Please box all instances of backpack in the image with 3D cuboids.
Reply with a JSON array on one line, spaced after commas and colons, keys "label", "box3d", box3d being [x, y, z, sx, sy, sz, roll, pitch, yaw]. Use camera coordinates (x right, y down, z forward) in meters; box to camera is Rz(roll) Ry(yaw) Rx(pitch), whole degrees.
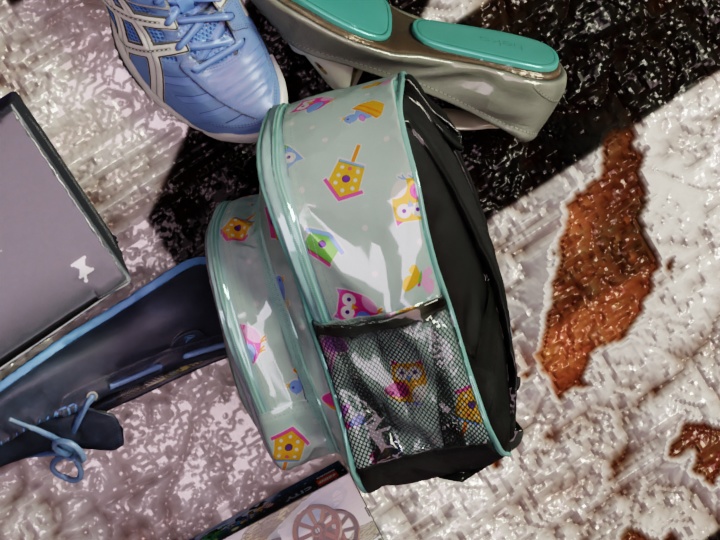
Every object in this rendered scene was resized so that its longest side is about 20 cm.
[{"label": "backpack", "box3d": [0.000, 0.000, 1.115, 0.153, 0.176, 0.200, -7, 106, 7]}]

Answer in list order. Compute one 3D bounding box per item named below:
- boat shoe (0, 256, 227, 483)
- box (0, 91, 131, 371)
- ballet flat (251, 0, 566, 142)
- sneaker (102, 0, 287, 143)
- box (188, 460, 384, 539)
[{"label": "boat shoe", "box3d": [-0.148, 0.070, 1.146, 0.200, 0.084, 0.069, -34, 89, -3]}, {"label": "box", "box3d": [-0.207, -0.008, 1.070, 0.148, 0.200, 0.104, -34, 100, -5]}, {"label": "ballet flat", "box3d": [0.015, -0.118, 1.170, 0.200, 0.067, 0.064, 18, 121, -9]}, {"label": "sneaker", "box3d": [-0.109, -0.150, 1.136, 0.076, 0.077, 0.200, -39, 102, -6]}, {"label": "box", "box3d": [-0.067, 0.216, 1.199, 0.200, 0.038, 0.137, -28, 99, -6]}]
